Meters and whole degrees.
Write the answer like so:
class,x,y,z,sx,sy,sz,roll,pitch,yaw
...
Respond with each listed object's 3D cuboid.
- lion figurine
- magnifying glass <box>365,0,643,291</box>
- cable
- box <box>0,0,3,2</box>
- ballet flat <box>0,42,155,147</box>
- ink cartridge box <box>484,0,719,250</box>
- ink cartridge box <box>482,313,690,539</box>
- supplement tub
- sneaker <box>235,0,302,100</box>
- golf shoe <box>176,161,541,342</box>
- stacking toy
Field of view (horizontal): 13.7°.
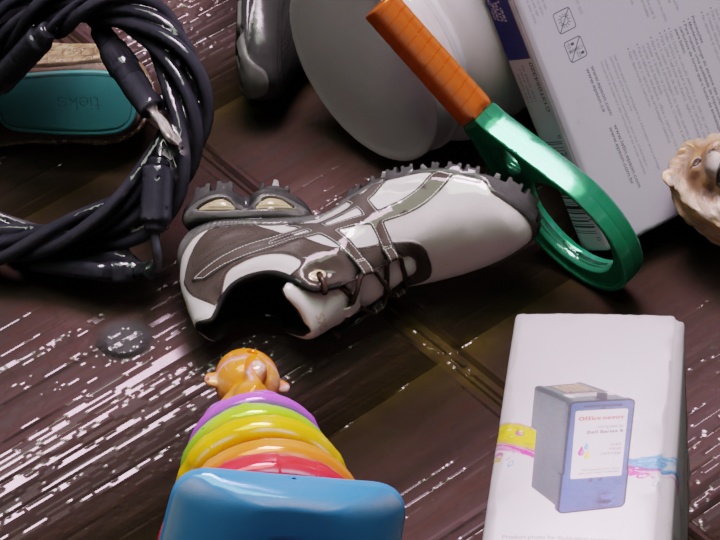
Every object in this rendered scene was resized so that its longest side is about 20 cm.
class,x,y,z,sx,sy,sz,roll,pitch,yaw
lion figurine,0.270,-0.048,1.628,0.199,0.073,0.123,-19,46,-28
magnifying glass,0.077,-0.068,1.602,0.200,0.080,0.022,46,70,-5
cable,-0.174,-0.080,1.652,0.199,0.164,0.051,9,3,33
box,-0.255,-0.233,1.776,0.140,0.201,0.079,6,43,13
ballet flat,-0.215,-0.104,1.747,0.199,0.071,0.065,6,16,7
ink cartridge box,0.173,-0.140,1.657,0.199,0.197,0.043,-27,11,-24
ink cartridge box,0.106,0.138,1.382,0.087,0.146,0.201,3,44,10
supplement tub,0.072,-0.163,1.714,0.200,0.145,0.144,-34,50,-29
sneaker,-0.021,-0.173,1.785,0.079,0.076,0.200,10,45,12
golf shoe,0.000,0.000,1.603,0.199,0.078,0.095,-7,48,10
stacking toy,-0.051,0.100,1.484,0.115,0.110,0.200,5,30,-12
